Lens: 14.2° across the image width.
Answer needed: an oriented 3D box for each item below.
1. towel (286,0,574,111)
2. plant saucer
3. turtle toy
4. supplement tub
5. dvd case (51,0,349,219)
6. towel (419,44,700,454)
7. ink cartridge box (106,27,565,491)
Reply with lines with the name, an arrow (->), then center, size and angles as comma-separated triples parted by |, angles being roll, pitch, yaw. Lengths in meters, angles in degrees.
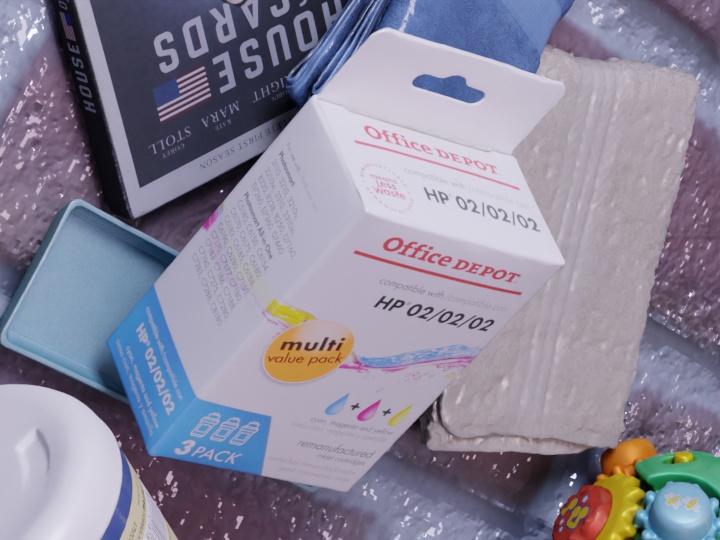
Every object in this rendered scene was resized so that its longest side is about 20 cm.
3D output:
towel -> 0.047, -0.122, 1.279 | 0.112, 0.048, 0.200 | 50, 61, -46
plant saucer -> -0.075, 0.034, 1.282 | 0.200, 0.019, 0.070 | 29, 87, -42
turtle toy -> 0.128, 0.164, 1.424 | 0.101, 0.146, 0.200 | 35, 93, -19
supplement tub -> -0.128, 0.161, 1.202 | 0.144, 0.144, 0.200 | -42, 127, -19
dvd case -> -0.065, -0.140, 1.220 | 0.150, 0.025, 0.200 | -29, 122, -27
towel -> 0.092, -0.008, 1.389 | 0.132, 0.034, 0.201 | 5, 102, -41
ink cartridge box -> 0.000, 0.000, 1.209 | 0.115, 0.068, 0.200 | 13, 130, -40
